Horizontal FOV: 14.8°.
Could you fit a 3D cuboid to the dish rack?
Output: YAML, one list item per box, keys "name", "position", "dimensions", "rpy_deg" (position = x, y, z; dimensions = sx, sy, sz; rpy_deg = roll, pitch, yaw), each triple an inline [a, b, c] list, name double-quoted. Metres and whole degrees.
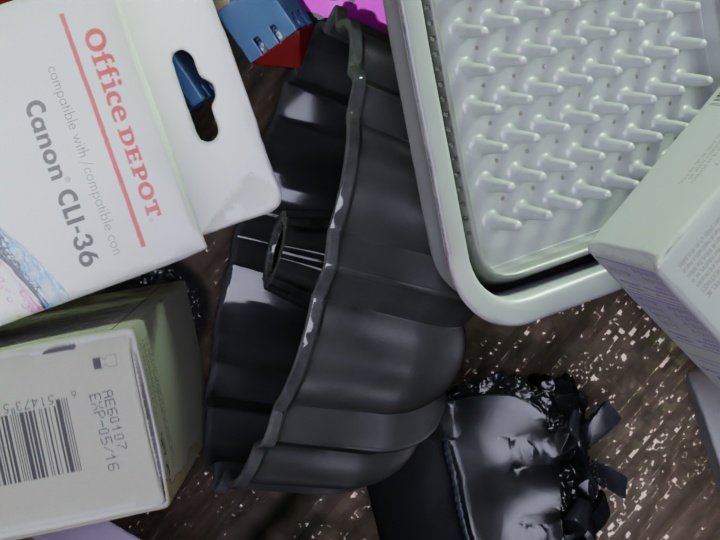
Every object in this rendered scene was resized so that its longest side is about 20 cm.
- name: "dish rack"
  position: [0.076, -0.093, 1.032]
  dimensions: [0.172, 0.044, 0.200]
  rpy_deg: [-19, 105, -33]

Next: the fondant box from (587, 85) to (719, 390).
- name: "fondant box"
  position: [0.201, 0.007, 1.029]
  dimensions: [0.200, 0.058, 0.144]
  rpy_deg: [45, 79, -21]

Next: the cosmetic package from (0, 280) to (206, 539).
- name: "cosmetic package"
  position: [-0.122, 0.055, 1.126]
  dimensions: [0.103, 0.200, 0.073]
  rpy_deg: [-11, 94, 4]

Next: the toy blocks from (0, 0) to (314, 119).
- name: "toy blocks"
  position: [-0.110, -0.107, 1.160]
  dimensions: [0.200, 0.100, 0.137]
  rpy_deg: [-34, 91, 18]

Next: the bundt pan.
- name: "bundt pan"
  position: [0.000, 0.000, 1.119]
  dimensions: [0.076, 0.202, 0.202]
  rpy_deg: [14, 95, -12]

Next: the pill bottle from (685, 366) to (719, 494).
- name: "pill bottle"
  position: [0.243, 0.049, 1.158]
  dimensions: [0.200, 0.109, 0.109]
  rpy_deg: [-17, 94, 3]

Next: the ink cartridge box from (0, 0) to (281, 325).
- name: "ink cartridge box"
  position: [-0.136, -0.042, 1.071]
  dimensions: [0.200, 0.067, 0.117]
  rpy_deg: [-21, 95, -8]

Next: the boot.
- name: "boot"
  position: [0.022, 0.133, 1.191]
  dimensions: [0.198, 0.073, 0.163]
  rpy_deg: [-11, 85, 16]

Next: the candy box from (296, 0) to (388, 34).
- name: "candy box"
  position: [0.082, -0.140, 1.172]
  dimensions: [0.200, 0.061, 0.137]
  rpy_deg: [17, 95, 0]

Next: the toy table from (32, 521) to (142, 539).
- name: "toy table"
  position: [-0.079, 0.187, 1.109]
  dimensions: [0.117, 0.200, 0.184]
  rpy_deg: [-56, 133, -12]
